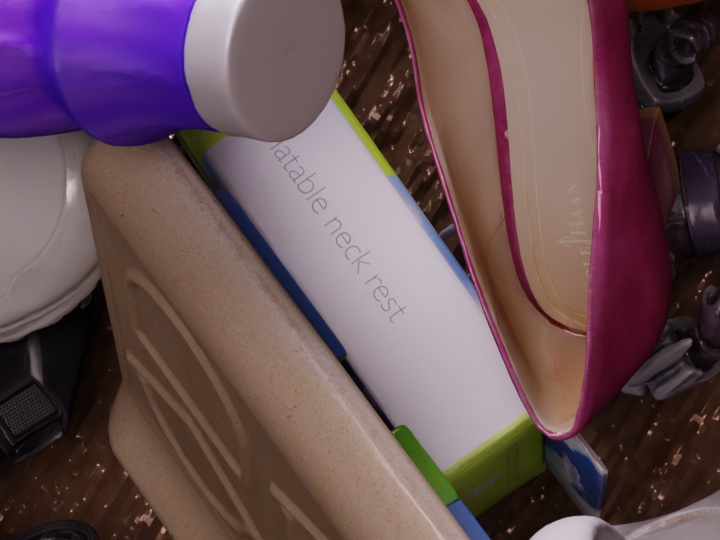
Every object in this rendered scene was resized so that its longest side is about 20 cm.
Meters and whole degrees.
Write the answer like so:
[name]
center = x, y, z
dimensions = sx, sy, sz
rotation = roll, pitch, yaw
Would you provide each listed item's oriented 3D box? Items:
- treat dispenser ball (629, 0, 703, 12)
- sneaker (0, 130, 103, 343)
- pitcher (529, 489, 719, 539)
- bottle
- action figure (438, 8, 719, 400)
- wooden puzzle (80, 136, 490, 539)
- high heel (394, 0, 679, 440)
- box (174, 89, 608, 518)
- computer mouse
[treat dispenser ball]
center = 0.077, -0.177, 0.721
dimensions = 0.200, 0.201, 0.202
rotation = -1, 84, 14
[sneaker]
center = -0.165, -0.017, 0.776
dimensions = 0.199, 0.099, 0.078
rotation = -6, 81, 32
[pitcher]
center = 0.105, 0.160, 0.697
dimensions = 0.121, 0.171, 0.201
rotation = -24, 79, 21
[bottle]
center = -0.095, -0.074, 0.675
dimensions = 0.200, 0.083, 0.065
rotation = 15, 127, 37
[action figure]
center = 0.120, -0.024, 0.760
dimensions = 0.199, 0.069, 0.131
rotation = -7, 70, 8
[wooden puzzle]
center = -0.014, 0.065, 0.733
dimensions = 0.046, 0.200, 0.185
rotation = -31, 70, -19
[high heel]
center = 0.033, -0.052, 0.646
dimensions = 0.067, 0.200, 0.096
rotation = -2, 43, 25
[box]
center = 0.000, 0.000, 0.764
dimensions = 0.048, 0.122, 0.200
rotation = -34, 77, -3
[computer mouse]
center = -0.142, 0.029, 0.845
dimensions = 0.140, 0.046, 0.201
rotation = -17, 76, 32
